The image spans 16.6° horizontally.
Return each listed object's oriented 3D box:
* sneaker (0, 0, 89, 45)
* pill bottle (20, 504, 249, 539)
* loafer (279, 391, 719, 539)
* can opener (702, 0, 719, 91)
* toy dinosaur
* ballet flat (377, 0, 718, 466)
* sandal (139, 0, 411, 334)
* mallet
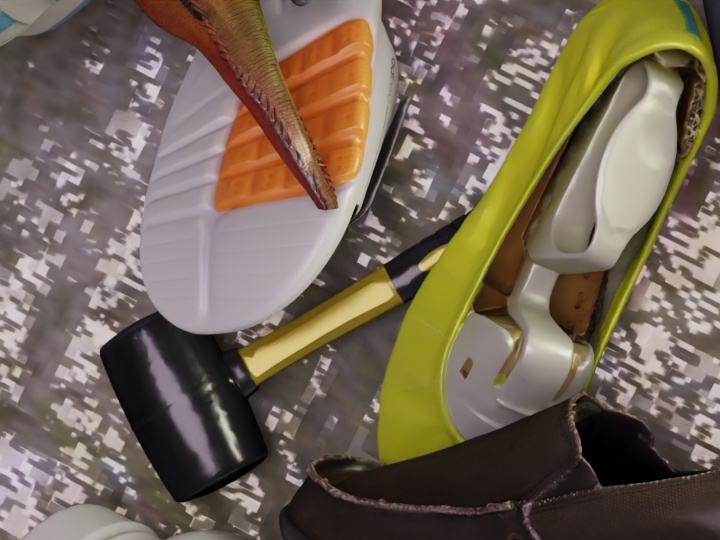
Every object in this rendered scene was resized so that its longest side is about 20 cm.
[{"bbox_3d":[-0.111,-0.114,0.768,0.081,0.200,0.077,-25,82,-34],"label":"sneaker"},{"bbox_3d":[-0.029,0.151,0.802,0.199,0.109,0.109,23,91,31],"label":"pill bottle"},{"bbox_3d":[0.065,0.072,0.777,0.199,0.073,0.072,4,95,29],"label":"loafer"},{"bbox_3d":[0.146,-0.053,0.822,0.053,0.067,0.201,-11,85,8],"label":"can opener"},{"bbox_3d":[-0.087,-0.122,0.835,0.181,0.105,0.201,-4,73,45],"label":"toy dinosaur"},{"bbox_3d":[0.063,0.002,0.817,0.067,0.067,0.201,22,100,-19],"label":"ballet flat"},{"bbox_3d":[-0.016,-0.068,0.858,0.079,0.059,0.208,1,66,26],"label":"sandal"},{"bbox_3d":[0.000,0.000,0.863,0.200,0.041,0.066,-37,85,2],"label":"mallet"}]
